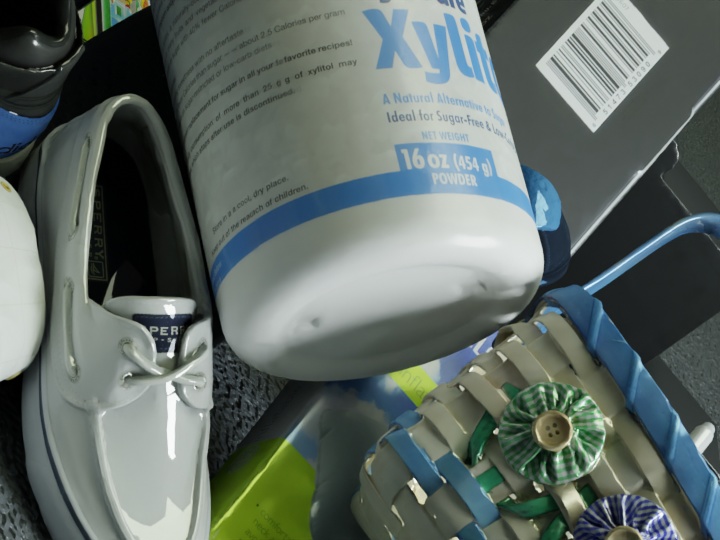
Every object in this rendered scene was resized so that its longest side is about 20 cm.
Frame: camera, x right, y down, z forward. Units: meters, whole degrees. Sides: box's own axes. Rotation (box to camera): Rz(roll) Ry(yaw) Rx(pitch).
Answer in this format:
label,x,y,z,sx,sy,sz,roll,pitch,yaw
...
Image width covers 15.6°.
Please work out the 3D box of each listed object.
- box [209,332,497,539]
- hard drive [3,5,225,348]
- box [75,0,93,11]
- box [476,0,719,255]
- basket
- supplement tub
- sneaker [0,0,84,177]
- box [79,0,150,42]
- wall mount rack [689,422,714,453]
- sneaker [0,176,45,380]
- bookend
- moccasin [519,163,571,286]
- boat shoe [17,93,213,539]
label,x,y,z,sx,sy,sz,roll,pitch,yaw
box,0.016,0.087,1.107,0.122,0.048,0.200,49,56,-16
hard drive,-0.088,-0.032,1.107,0.135,0.042,0.200,53,51,-2
box,-0.175,-0.217,1.085,0.200,0.051,0.158,39,28,-35
box,0.085,-0.103,1.467,0.124,0.200,0.197,48,-21,-14
basket,0.113,0.089,1.036,0.176,0.200,0.139,56,-25,15
supplement tub,-0.010,-0.069,1.052,0.132,0.132,0.200,26,46,-57
sneaker,-0.190,-0.129,1.002,0.200,0.111,0.077,43,51,0
box,-0.105,-0.096,1.196,0.110,0.035,0.200,35,54,-46
wall mount rack,0.064,0.101,1.204,0.200,0.174,0.075,38,-29,8
sneaker,-0.187,-0.039,0.972,0.200,0.074,0.116,64,15,0
bookend,0.156,0.040,1.507,0.199,0.200,0.092,49,17,-13
moccasin,0.000,0.000,1.219,0.068,0.200,0.081,58,39,-50
boat shoe,-0.090,0.029,1.007,0.073,0.065,0.200,-2,70,-34
